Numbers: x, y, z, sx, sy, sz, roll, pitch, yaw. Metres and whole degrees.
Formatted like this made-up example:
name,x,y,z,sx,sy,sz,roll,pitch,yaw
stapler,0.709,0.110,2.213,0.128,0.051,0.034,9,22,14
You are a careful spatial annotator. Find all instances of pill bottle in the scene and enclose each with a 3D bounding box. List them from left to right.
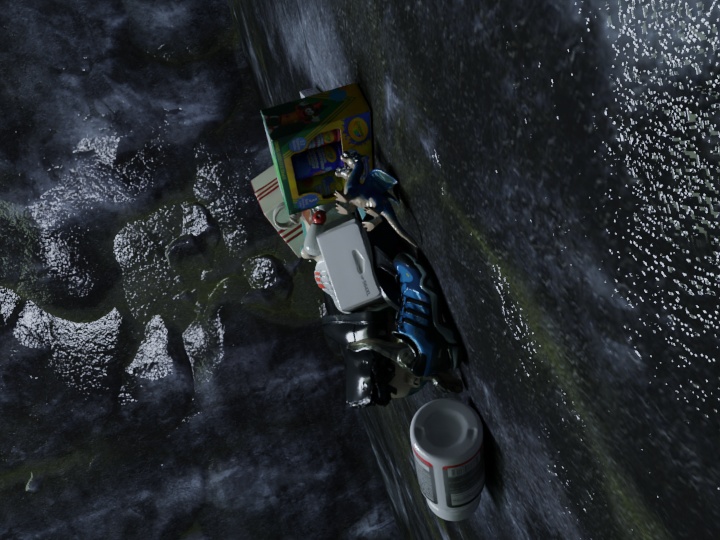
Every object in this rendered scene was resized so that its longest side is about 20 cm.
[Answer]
name,x,y,z,sx,sy,sz,roll,pitch,yaw
pill bottle,0.144,0.310,1.016,0.114,0.112,0.202,-118,12,-47

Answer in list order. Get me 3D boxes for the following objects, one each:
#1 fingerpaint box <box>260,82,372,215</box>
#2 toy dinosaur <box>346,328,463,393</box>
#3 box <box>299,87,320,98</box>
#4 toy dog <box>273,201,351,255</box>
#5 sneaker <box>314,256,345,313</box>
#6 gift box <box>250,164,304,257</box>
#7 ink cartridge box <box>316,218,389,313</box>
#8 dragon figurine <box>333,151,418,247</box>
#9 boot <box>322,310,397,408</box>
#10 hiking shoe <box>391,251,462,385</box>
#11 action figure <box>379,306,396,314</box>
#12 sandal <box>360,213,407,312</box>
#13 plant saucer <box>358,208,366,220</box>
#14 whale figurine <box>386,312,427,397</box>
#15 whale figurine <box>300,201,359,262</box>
name,x,y,z,sx,sy,sz,roll,pitch,yaw
fingerpaint box,-0.066,-0.199,1.071,0.201,0.165,0.074,86,163,-59
toy dinosaur,0.082,0.124,1.010,0.198,0.089,0.048,23,165,18
box,-0.085,-0.340,1.320,0.200,0.038,0.042,-122,16,-57
toy dog,-0.070,-0.135,1.231,0.131,0.201,0.096,35,-179,5
sneaker,-0.037,0.016,1.349,0.083,0.076,0.201,-65,-28,-27
gift box,-0.123,-0.167,1.490,0.200,0.186,0.185,51,-174,-46
ink cartridge box,0.000,0.000,1.185,0.200,0.083,0.148,25,-135,-75
dragon figurine,0.026,-0.120,0.993,0.199,0.100,0.059,29,152,24
boot,-0.008,0.159,1.132,0.197,0.073,0.165,-12,77,57
hiking shoe,0.082,0.064,0.958,0.075,0.086,0.202,89,160,-65
action figure,0.061,0.138,1.274,0.055,0.117,0.202,-40,53,42
sandal,0.052,-0.019,1.053,0.048,0.074,0.202,-55,49,49
plant saucer,-0.016,-0.186,1.286,0.070,0.019,0.202,96,155,-70
whale figurine,0.090,0.138,1.131,0.160,0.102,0.201,-115,34,-40
whale figurine,-0.085,-0.098,1.354,0.103,0.160,0.200,29,169,46
